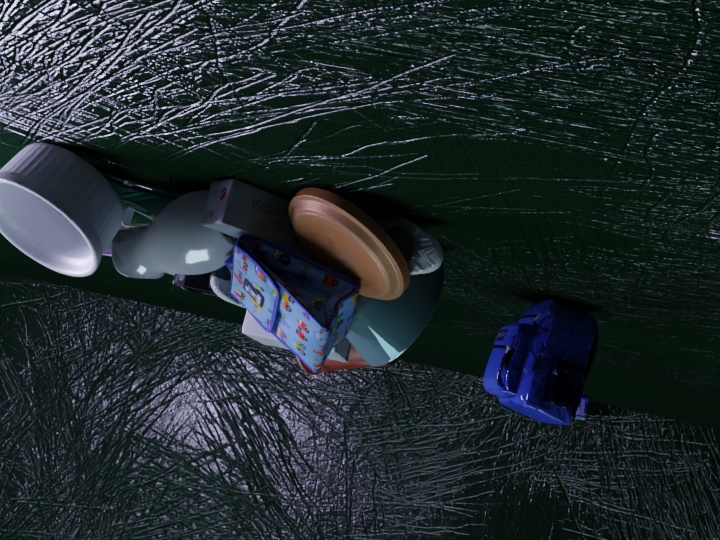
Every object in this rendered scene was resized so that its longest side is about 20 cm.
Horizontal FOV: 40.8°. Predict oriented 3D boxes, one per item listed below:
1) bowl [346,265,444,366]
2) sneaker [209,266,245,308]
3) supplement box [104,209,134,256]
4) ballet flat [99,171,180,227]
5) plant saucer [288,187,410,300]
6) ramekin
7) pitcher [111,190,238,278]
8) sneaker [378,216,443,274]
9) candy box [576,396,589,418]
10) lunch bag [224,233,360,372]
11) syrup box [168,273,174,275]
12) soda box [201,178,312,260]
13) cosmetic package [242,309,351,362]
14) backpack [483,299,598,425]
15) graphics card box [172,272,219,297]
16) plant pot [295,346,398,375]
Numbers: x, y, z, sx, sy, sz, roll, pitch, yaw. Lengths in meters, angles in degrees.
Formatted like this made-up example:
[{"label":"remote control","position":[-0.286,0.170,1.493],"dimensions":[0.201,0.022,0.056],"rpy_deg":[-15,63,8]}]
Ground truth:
[{"label":"bowl","position":[0.026,0.037,1.511],"dimensions":[0.105,0.202,0.200],"rpy_deg":[33,164,-21]},{"label":"sneaker","position":[-0.172,0.019,1.587],"dimensions":[0.198,0.080,0.129],"rpy_deg":[-5,-175,-33]},{"label":"supplement box","position":[-0.513,-0.094,1.704],"dimensions":[0.199,0.104,0.101],"rpy_deg":[10,171,30]},{"label":"ballet flat","position":[-0.376,-0.109,1.515],"dimensions":[0.199,0.071,0.067],"rpy_deg":[17,171,-23]},{"label":"plant saucer","position":[-0.021,-0.030,1.329],"dimensions":[0.200,0.032,0.201],"rpy_deg":[33,155,17]},{"label":"ramekin","position":[-0.448,-0.093,1.429],"dimensions":[0.199,0.098,0.201],"rpy_deg":[20,146,14]},{"label":"pitcher","position":[-0.256,-0.044,1.495],"dimensions":[0.199,0.122,0.171],"rpy_deg":[-19,162,31]},{"label":"sneaker","position":[0.054,-0.035,1.387],"dimensions":[0.099,0.079,0.199],"rpy_deg":[13,-177,-44]},{"label":"candy box","position":[0.704,0.471,3.431],"dimensions":[0.198,0.078,0.169],"rpy_deg":[12,171,15]},{"label":"lunch bag","position":[-0.111,0.031,1.401],"dimensions":[0.199,0.094,0.151],"rpy_deg":[34,152,11]},{"label":"syrup box","position":[-0.326,-0.015,1.969],"dimensions":[0.078,0.082,0.200],"rpy_deg":[8,168,33]},{"label":"soda box","position":[-0.127,-0.069,1.412],"dimensions":[0.199,0.069,0.063],"rpy_deg":[20,168,-36]},{"label":"cosmetic package","position":[-0.114,0.081,1.987],"dimensions":[0.198,0.166,0.165],"rpy_deg":[10,170,11]},{"label":"backpack","position":[0.319,0.149,1.693],"dimensions":[0.167,0.201,0.162],"rpy_deg":[25,171,-12]},{"label":"graphics card box","position":[-0.220,-0.011,1.712],"dimensions":[0.198,0.127,0.051],"rpy_deg":[11,171,7]},{"label":"plant pot","position":[-0.018,0.133,2.140],"dimensions":[0.194,0.203,0.201],"rpy_deg":[-1,166,25]}]
